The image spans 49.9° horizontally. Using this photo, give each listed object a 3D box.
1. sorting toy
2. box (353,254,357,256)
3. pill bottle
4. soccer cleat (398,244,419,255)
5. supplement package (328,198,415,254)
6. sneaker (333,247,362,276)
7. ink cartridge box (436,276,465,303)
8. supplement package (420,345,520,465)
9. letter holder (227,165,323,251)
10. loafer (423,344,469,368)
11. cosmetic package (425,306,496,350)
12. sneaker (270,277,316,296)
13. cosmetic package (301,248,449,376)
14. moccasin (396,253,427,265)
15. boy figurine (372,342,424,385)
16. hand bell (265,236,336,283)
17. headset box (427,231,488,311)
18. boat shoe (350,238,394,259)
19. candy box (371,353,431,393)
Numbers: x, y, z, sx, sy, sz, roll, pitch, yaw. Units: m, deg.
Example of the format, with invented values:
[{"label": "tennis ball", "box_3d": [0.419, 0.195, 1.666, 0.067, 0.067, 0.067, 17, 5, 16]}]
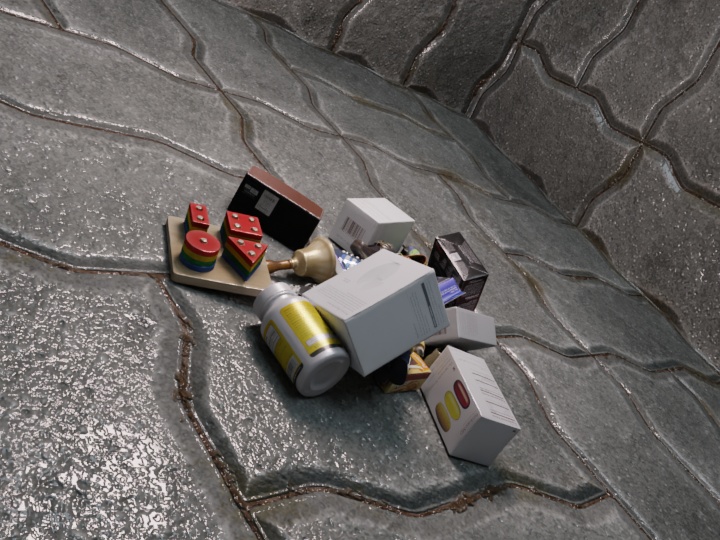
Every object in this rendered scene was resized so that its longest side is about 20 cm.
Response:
[{"label": "sorting toy", "box_3d": [-0.271, -0.048, 1.516, 0.197, 0.070, 0.200, 12, 32, -25]}, {"label": "box", "box_3d": [0.025, 0.049, 1.793, 0.200, 0.049, 0.082, 43, 24, 18]}, {"label": "pill bottle", "box_3d": [-0.113, 0.118, 1.400, 0.110, 0.112, 0.201, 4, 39, -49]}, {"label": "soccer cleat", "box_3d": [0.143, -0.001, 2.025, 0.083, 0.065, 0.201, 30, 24, -17]}, {"label": "supplement package", "box_3d": [0.031, -0.109, 2.002, 0.116, 0.119, 0.199, 37, 22, 24]}, {"label": "sneaker", "box_3d": [0.000, 0.000, 1.735, 0.144, 0.082, 0.200, -17, 47, -30]}, {"label": "ink cartridge box", "box_3d": [0.159, 0.051, 1.799, 0.040, 0.098, 0.200, 67, -17, -9]}, {"label": "supplement package", "box_3d": [0.215, 0.270, 1.554, 0.108, 0.115, 0.201, 22, 26, -30]}, {"label": "letter holder", "box_3d": [-0.191, -0.155, 1.826, 0.198, 0.101, 0.143, 32, 22, -7]}, {"label": "loafer", "box_3d": [0.206, 0.205, 1.720, 0.076, 0.068, 0.199, 45, 25, 23]}, {"label": "cosmetic package", "box_3d": [0.225, 0.137, 1.772, 0.199, 0.100, 0.073, 18, 64, -54]}, {"label": "sneaker", "box_3d": [-0.102, 0.055, 1.569, 0.198, 0.089, 0.074, 31, 25, -6]}, {"label": "cosmetic package", "box_3d": [0.026, 0.074, 1.454, 0.198, 0.125, 0.199, -27, 23, -19]}, {"label": "moccasin", "box_3d": [0.104, -0.005, 1.845, 0.074, 0.078, 0.200, 44, 26, 24]}, {"label": "boy figurine", "box_3d": [0.067, 0.143, 1.519, 0.122, 0.066, 0.201, 5, 24, 8]}, {"label": "hand bell", "box_3d": [-0.159, -0.014, 1.647, 0.197, 0.105, 0.104, -7, 45, -41]}, {"label": "headset box", "box_3d": [0.223, 0.033, 1.887, 0.074, 0.202, 0.150, -12, 50, -23]}, {"label": "boat shoe", "box_3d": [0.044, -0.040, 1.893, 0.074, 0.074, 0.199, 33, -1, 36]}, {"label": "candy box", "box_3d": [0.045, 0.159, 1.604, 0.114, 0.056, 0.201, 3, 40, -47]}]
